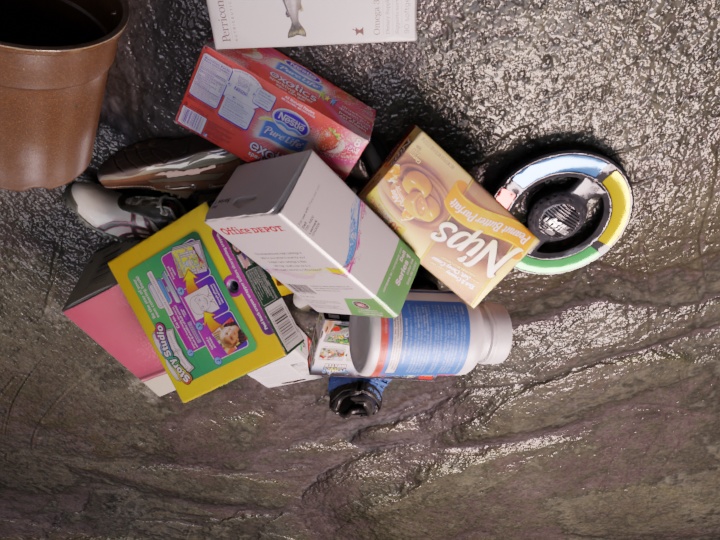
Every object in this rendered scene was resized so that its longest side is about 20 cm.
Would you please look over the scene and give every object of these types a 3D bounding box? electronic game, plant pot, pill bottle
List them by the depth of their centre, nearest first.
[{"bbox_3d":[-0.354,-0.204,0.636,0.199,0.201,0.199,16,135,-12],"label":"plant pot"},{"bbox_3d":[0.092,0.082,0.796,0.198,0.113,0.113,3,130,-15],"label":"pill bottle"},{"bbox_3d":[0.264,-0.074,0.818,0.198,0.042,0.201,0,129,0],"label":"electronic game"}]

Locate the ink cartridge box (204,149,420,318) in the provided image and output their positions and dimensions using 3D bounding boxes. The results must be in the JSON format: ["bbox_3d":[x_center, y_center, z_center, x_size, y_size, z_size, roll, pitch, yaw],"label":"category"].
[{"bbox_3d":[-0.051,-0.034,0.685,0.144,0.084,0.200,0,147,47],"label":"ink cartridge box"}]

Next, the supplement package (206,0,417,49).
[{"bbox_3d":[-0.046,-0.296,0.594,0.198,0.118,0.118,-2,130,3],"label":"supplement package"}]

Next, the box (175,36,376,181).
[{"bbox_3d":[-0.091,-0.177,0.693,0.199,0.096,0.100,28,125,-12],"label":"box"}]

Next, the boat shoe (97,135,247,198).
[{"bbox_3d":[-0.231,-0.123,0.766,0.198,0.076,0.072,-6,131,8],"label":"boat shoe"}]

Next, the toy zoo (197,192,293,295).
[{"bbox_3d":[-0.141,-0.027,0.875,0.130,0.021,0.201,-6,129,6],"label":"toy zoo"}]

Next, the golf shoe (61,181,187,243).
[{"bbox_3d":[-0.285,-0.075,0.805,0.199,0.077,0.088,29,121,-24],"label":"golf shoe"}]

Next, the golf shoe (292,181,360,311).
[{"bbox_3d":[-0.053,-0.035,0.838,0.092,0.073,0.201,26,113,-11],"label":"golf shoe"}]

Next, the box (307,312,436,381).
[{"bbox_3d":[0.030,0.108,0.884,0.198,0.035,0.111,6,126,-17],"label":"box"}]

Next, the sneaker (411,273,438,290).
[{"bbox_3d":[0.020,0.051,0.908,0.198,0.073,0.113,-11,128,-1],"label":"sneaker"}]

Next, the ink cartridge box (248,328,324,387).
[{"bbox_3d":[-0.137,0.131,0.972,0.108,0.051,0.200,-12,152,10],"label":"ink cartridge box"}]

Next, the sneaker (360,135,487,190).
[{"bbox_3d":[0.084,-0.107,0.779,0.114,0.076,0.200,-39,105,3],"label":"sneaker"}]

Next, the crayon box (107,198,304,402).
[{"bbox_3d":[-0.191,0.039,0.748,0.172,0.058,0.201,-26,93,24],"label":"crayon box"}]

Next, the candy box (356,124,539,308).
[{"bbox_3d":[0.101,-0.062,0.727,0.200,0.055,0.116,38,104,-18],"label":"candy box"}]

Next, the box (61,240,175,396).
[{"bbox_3d":[-0.301,0.062,0.880,0.108,0.128,0.200,-23,126,18],"label":"box"}]

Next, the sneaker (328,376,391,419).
[{"bbox_3d":[0.034,0.174,0.977,0.199,0.112,0.077,-24,125,18],"label":"sneaker"}]
